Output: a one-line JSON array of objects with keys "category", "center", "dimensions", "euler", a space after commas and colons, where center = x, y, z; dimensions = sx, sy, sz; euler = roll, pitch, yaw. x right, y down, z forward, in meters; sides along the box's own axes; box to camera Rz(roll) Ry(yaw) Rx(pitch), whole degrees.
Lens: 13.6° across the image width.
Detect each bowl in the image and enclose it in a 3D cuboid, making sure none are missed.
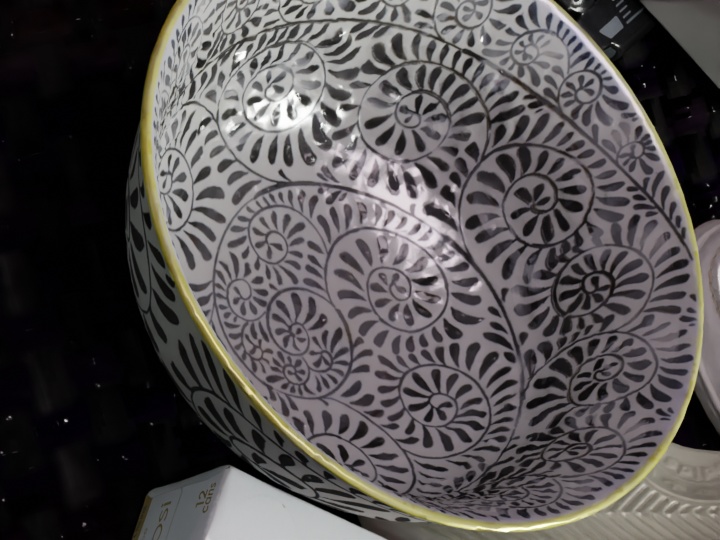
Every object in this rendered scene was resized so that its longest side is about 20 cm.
[{"category": "bowl", "center": [0.000, 0.000, 0.929], "dimensions": [0.200, 0.094, 0.202], "euler": [16, 59, -28]}]

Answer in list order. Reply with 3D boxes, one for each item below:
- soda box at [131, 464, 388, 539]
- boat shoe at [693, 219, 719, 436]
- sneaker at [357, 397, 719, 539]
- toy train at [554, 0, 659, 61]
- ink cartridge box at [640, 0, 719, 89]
[{"category": "soda box", "center": [0.019, 0.133, 0.937], "dimensions": [0.199, 0.064, 0.068], "euler": [27, 67, -22]}, {"category": "boat shoe", "center": [0.184, 0.061, 1.039], "dimensions": [0.071, 0.069, 0.200], "euler": [-42, 99, -27]}, {"category": "sneaker", "center": [0.094, 0.097, 0.987], "dimensions": [0.199, 0.085, 0.075], "euler": [8, 50, -4]}, {"category": "toy train", "center": [0.129, -0.134, 1.074], "dimensions": [0.200, 0.034, 0.046], "euler": [-42, 103, -29]}, {"category": "ink cartridge box", "center": [0.200, -0.117, 1.031], "dimensions": [0.129, 0.125, 0.201], "euler": [42, 68, -33]}]
